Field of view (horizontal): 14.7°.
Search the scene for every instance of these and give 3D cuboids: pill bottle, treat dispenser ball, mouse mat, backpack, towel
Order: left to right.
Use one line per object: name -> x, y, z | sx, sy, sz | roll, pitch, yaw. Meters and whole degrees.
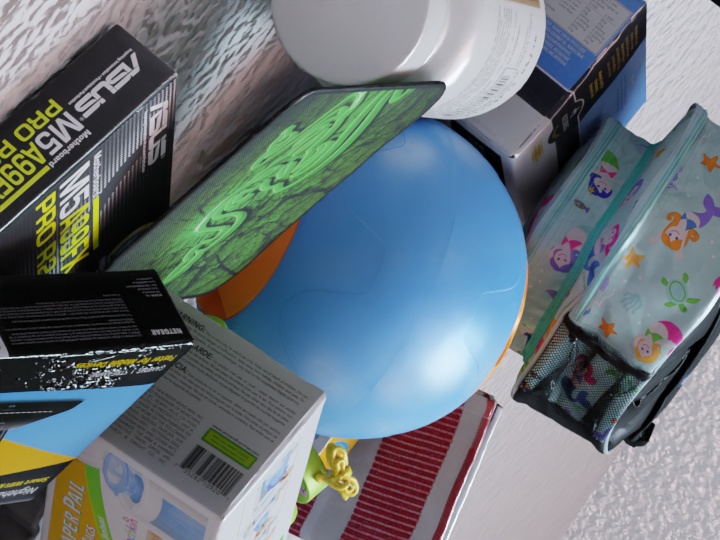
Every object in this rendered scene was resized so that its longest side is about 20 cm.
mouse mat -> -0.056, -0.037, 1.468 | 0.200, 0.008, 0.161 | -41, 165, 26
towel -> -0.014, 0.115, 1.879 | 0.023, 0.200, 0.144 | 18, 95, -61
treat dispenser ball -> 0.000, 0.000, 1.660 | 0.201, 0.201, 0.201 | -47, 166, -15
pill bottle -> 0.025, -0.143, 1.545 | 0.114, 0.114, 0.200 | -53, 166, 12
backpack -> 0.178, -0.008, 1.734 | 0.178, 0.150, 0.200 | -53, 180, -41

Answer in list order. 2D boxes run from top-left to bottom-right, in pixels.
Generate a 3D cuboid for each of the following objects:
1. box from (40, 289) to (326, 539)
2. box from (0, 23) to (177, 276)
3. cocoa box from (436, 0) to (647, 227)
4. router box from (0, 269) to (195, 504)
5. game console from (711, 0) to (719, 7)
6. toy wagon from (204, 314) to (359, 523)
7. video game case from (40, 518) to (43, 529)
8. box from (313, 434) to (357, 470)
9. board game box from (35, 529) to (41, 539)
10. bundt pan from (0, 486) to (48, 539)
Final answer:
box -> -0.104, 0.124, 1.549 | 0.101, 0.112, 0.200 | -49, 165, -33
box -> -0.165, -0.015, 1.420 | 0.160, 0.044, 0.200 | -43, 165, -24
cocoa box -> 0.094, -0.129, 1.765 | 0.131, 0.133, 0.200 | -49, 167, -7
router box -> -0.198, 0.063, 1.348 | 0.200, 0.051, 0.149 | -3, 147, -51
game console -> 0.228, -0.244, 1.748 | 0.171, 0.200, 0.118 | -37, 162, -44
toy wagon -> -0.082, 0.090, 1.632 | 0.040, 0.200, 0.155 | -39, 132, -24
video game case -> -0.149, 0.212, 1.804 | 0.182, 0.200, 0.023 | 107, -8, -58
box -> -0.020, 0.038, 1.861 | 0.200, 0.119, 0.041 | -53, 153, 6
board game box -> -0.193, 0.223, 1.776 | 0.200, 0.126, 0.035 | 96, 3, -58
bundt pan -> -0.262, 0.160, 1.508 | 0.202, 0.076, 0.202 | -47, 167, -14
